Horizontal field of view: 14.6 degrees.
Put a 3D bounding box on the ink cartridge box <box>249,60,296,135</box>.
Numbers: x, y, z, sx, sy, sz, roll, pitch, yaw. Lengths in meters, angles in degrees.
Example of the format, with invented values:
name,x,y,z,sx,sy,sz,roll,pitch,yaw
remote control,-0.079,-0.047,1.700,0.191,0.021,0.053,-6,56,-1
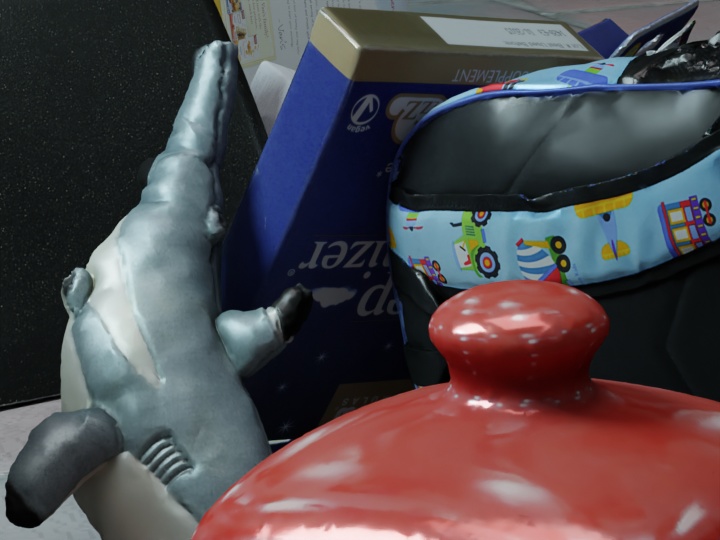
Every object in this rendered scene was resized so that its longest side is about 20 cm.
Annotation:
name,x,y,z,sx,sy,sz,roll,pitch,yaw
ink cartridge box,0.042,-0.048,1.373,0.199,0.041,0.200,20,6,-15

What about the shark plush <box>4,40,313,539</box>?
name,x,y,z,sx,sy,sz,roll,pitch,yaw
shark plush,-0.050,0.025,0.938,0.083,0.200,0.091,-5,-33,21

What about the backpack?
name,x,y,z,sx,sy,sz,roll,pitch,yaw
backpack,0.113,0.006,0.940,0.200,0.183,0.134,1,20,39

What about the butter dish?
name,x,y,z,sx,sy,sz,roll,pitch,yaw
butter dish,0.043,0.076,0.704,0.199,0.148,0.200,3,14,31

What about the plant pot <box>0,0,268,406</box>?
name,x,y,z,sx,sy,sz,roll,pitch,yaw
plant pot,-0.155,-0.051,1.303,0.199,0.178,0.200,-11,15,-31

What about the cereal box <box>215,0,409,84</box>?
name,x,y,z,sx,sy,sz,roll,pitch,yaw
cereal box,-0.043,-0.157,1.862,0.039,0.144,0.200,5,14,41

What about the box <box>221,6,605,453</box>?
name,x,y,z,sx,sy,sz,roll,pitch,yaw
box,0.000,0.000,1.006,0.121,0.200,0.032,-2,38,-42

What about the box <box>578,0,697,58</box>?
name,x,y,z,sx,sy,sz,roll,pitch,yaw
box,0.057,-0.040,1.175,0.032,0.200,0.121,43,22,7
